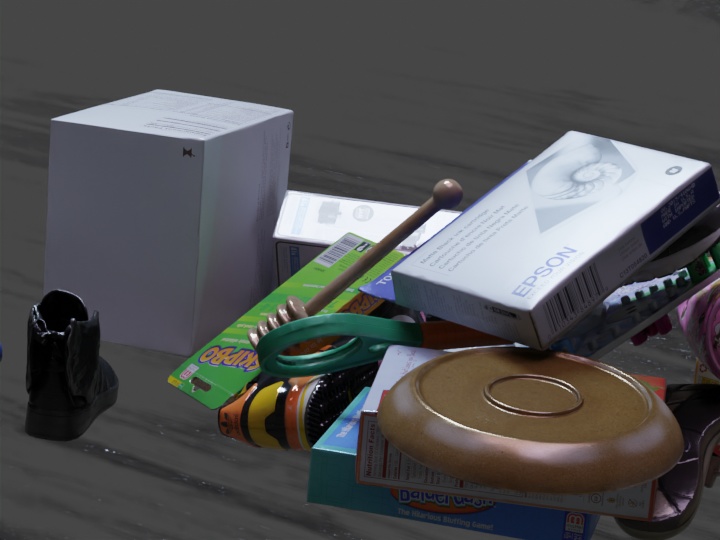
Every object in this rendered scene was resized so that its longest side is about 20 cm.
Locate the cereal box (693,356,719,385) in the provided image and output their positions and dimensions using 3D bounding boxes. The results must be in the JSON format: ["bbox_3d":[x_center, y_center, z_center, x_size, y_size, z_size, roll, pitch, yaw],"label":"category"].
[{"bbox_3d":[0.404,0.101,1.851,0.200,0.040,0.144,17,18,38],"label":"cereal box"}]

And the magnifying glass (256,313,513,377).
[{"bbox_3d":[0.021,0.051,1.567,0.199,0.022,0.080,-6,-23,-23],"label":"magnifying glass"}]

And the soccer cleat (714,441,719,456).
[{"bbox_3d":[0.306,0.108,1.687,0.199,0.085,0.069,2,14,-13],"label":"soccer cleat"}]

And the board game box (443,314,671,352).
[{"bbox_3d":[0.160,0.051,1.783,0.200,0.026,0.200,-23,9,11],"label":"board game box"}]

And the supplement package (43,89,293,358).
[{"bbox_3d":[-0.167,-0.046,1.910,0.147,0.192,0.200,9,14,19],"label":"supplement package"}]

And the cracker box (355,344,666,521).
[{"bbox_3d":[0.104,0.108,1.483,0.199,0.058,0.134,8,19,8],"label":"cracker box"}]

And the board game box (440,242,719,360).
[{"bbox_3d":[0.157,0.036,1.673,0.200,0.026,0.200,-31,11,-27],"label":"board game box"}]

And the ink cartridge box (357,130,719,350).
[{"bbox_3d":[0.123,-0.031,1.573,0.199,0.041,0.200,-38,32,-28],"label":"ink cartridge box"}]

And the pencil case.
[{"bbox_3d":[0.290,0.037,1.674,0.086,0.083,0.200,-35,3,4],"label":"pencil case"}]

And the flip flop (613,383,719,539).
[{"bbox_3d":[0.230,0.141,1.583,0.081,0.058,0.200,0,30,21],"label":"flip flop"}]

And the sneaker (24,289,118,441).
[{"bbox_3d":[-0.217,0.061,1.637,0.060,0.105,0.200,5,14,2],"label":"sneaker"}]

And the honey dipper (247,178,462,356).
[{"bbox_3d":[0.000,0.000,1.653,0.038,0.200,0.038,48,12,-14],"label":"honey dipper"}]

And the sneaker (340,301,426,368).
[{"bbox_3d":[0.019,0.034,1.840,0.079,0.096,0.200,0,4,-12],"label":"sneaker"}]

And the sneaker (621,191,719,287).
[{"bbox_3d":[0.188,-0.030,1.634,0.200,0.080,0.074,-17,11,34],"label":"sneaker"}]

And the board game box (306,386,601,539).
[{"bbox_3d":[0.078,0.138,1.558,0.199,0.045,0.152,8,16,12],"label":"board game box"}]

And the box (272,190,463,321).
[{"bbox_3d":[0.026,0.000,1.936,0.199,0.117,0.060,8,47,7],"label":"box"}]

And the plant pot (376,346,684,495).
[{"bbox_3d":[0.111,0.090,1.409,0.199,0.028,0.200,3,20,-1],"label":"plant pot"}]

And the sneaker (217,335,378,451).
[{"bbox_3d":[-0.045,0.091,1.661,0.090,0.070,0.200,0,9,15],"label":"sneaker"}]

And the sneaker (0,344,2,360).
[{"bbox_3d":[-0.316,0.059,1.671,0.088,0.076,0.200,2,15,-15],"label":"sneaker"}]

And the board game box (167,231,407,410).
[{"bbox_3d":[-0.056,0.045,1.742,0.200,0.030,0.095,-36,27,-18],"label":"board game box"}]
